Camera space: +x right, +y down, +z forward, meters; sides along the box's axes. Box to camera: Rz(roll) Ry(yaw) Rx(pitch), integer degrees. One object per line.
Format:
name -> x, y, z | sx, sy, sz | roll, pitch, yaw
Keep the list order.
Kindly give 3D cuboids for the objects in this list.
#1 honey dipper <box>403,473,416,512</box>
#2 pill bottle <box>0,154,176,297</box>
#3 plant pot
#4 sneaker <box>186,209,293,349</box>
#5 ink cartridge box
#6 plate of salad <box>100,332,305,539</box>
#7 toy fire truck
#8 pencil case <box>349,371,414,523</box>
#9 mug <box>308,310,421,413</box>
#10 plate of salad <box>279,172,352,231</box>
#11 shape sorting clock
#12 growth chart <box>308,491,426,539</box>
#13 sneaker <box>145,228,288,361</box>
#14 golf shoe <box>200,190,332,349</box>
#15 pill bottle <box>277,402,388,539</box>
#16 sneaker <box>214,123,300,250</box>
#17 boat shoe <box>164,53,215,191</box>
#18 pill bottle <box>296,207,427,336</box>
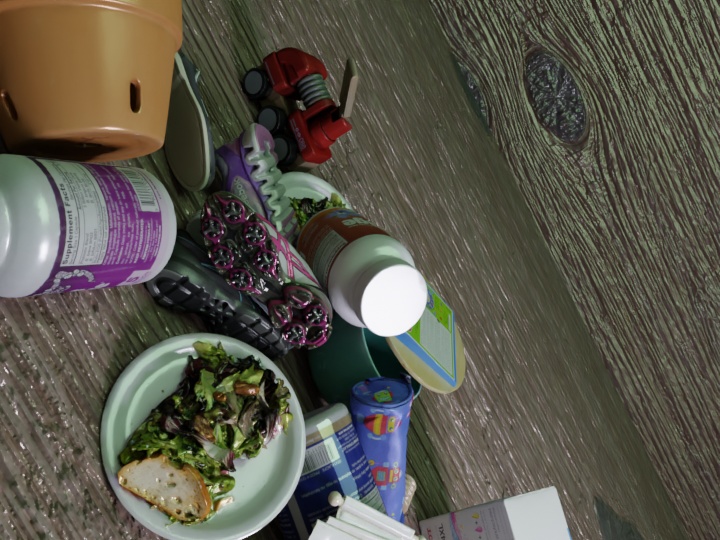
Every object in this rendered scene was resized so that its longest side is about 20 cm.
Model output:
honey dipper -> 0.030, 0.343, 0.847 | 0.038, 0.038, 0.200 | 59, 28, -10
pill bottle -> -0.260, -0.037, 0.543 | 0.199, 0.111, 0.114 | -8, 74, -62
plant pot -> -0.261, -0.183, 0.602 | 0.199, 0.197, 0.143 | -6, 90, -62
sneaker -> -0.129, 0.002, 0.798 | 0.202, 0.072, 0.071 | 58, 31, -14
ink cartridge box -> 0.188, 0.404, 0.932 | 0.124, 0.199, 0.131 | 5, 61, -40
plate of salad -> -0.139, 0.148, 0.609 | 0.197, 0.048, 0.203 | 15, 54, -22
toy fire truck -> -0.072, -0.271, 0.994 | 0.128, 0.198, 0.179 | -6, 72, -63
pencil case -> 0.021, 0.224, 0.786 | 0.087, 0.076, 0.204 | -119, -150, -69
mug -> 0.006, 0.121, 0.903 | 0.184, 0.113, 0.155 | -7, 73, -63
plate of salad -> -0.058, -0.058, 0.955 | 0.198, 0.048, 0.203 | 23, 52, -34
shape sorting clock -> 0.083, 0.077, 0.909 | 0.199, 0.039, 0.202 | 40, 35, -35
growth chart -> -0.024, 0.323, 0.628 | 0.144, 0.018, 0.201 | 41, 70, -18
sneaker -> -0.149, 0.031, 0.734 | 0.200, 0.075, 0.080 | 46, 29, -35
golf shoe -> -0.105, -0.005, 0.722 | 0.201, 0.072, 0.092 | 54, 10, -19
pill bottle -> -0.033, 0.260, 0.709 | 0.115, 0.114, 0.203 | -10, 77, -63
sneaker -> -0.139, -0.083, 0.848 | 0.081, 0.087, 0.204 | -57, 133, -74
boat shoe -> -0.208, -0.187, 0.814 | 0.062, 0.072, 0.203 | 11, 54, -55
pill bottle -> 0.000, 0.000, 0.793 | 0.112, 0.112, 0.200 | 47, -3, -31
